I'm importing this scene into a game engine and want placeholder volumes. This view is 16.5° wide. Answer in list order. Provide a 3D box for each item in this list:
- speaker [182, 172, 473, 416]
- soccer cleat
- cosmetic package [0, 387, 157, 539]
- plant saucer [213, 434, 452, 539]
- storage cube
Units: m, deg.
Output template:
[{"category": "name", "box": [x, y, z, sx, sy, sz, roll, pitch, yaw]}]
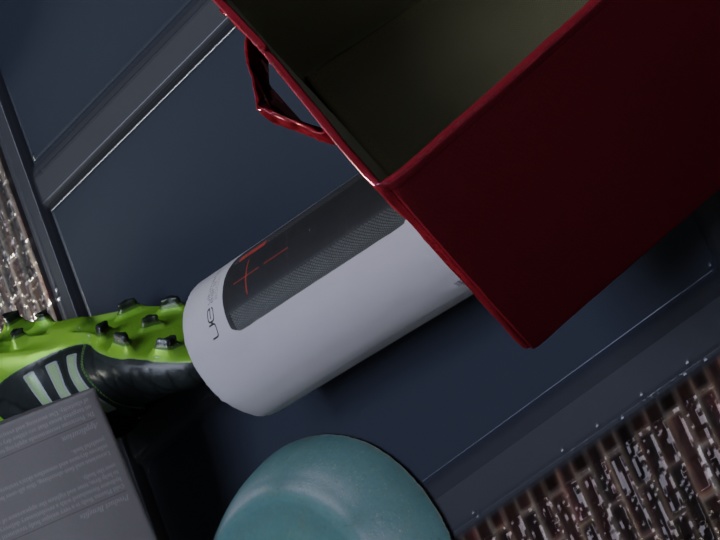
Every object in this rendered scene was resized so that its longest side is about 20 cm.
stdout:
[{"category": "speaker", "box": [0.000, 0.000, 1.217, 0.200, 0.081, 0.081, -32, 69, 43]}, {"category": "soccer cleat", "box": [-0.138, 0.062, 1.384, 0.200, 0.067, 0.081, -3, 112, 42]}, {"category": "cosmetic package", "box": [-0.157, 0.174, 1.312, 0.090, 0.107, 0.201, -20, 90, 69]}, {"category": "plant saucer", "box": [-0.024, 0.186, 1.280, 0.200, 0.036, 0.201, 3, 94, 46]}, {"category": "storage cube", "box": [0.058, -0.106, 1.035, 0.200, 0.180, 0.171, -42, 58, 3]}]
